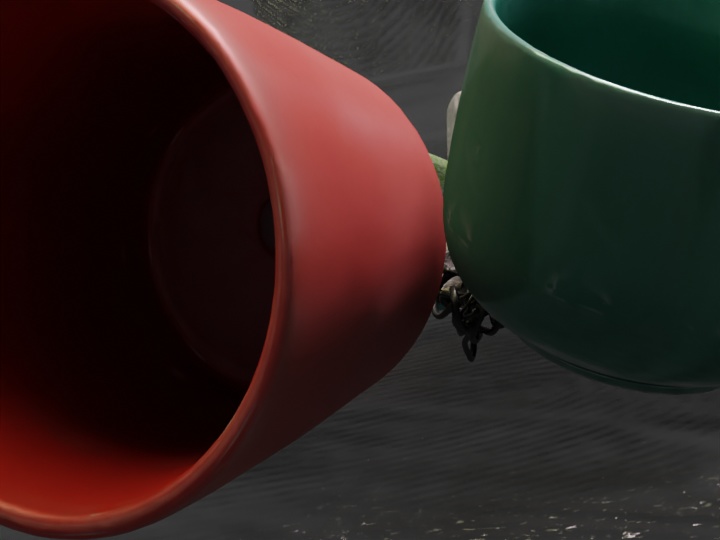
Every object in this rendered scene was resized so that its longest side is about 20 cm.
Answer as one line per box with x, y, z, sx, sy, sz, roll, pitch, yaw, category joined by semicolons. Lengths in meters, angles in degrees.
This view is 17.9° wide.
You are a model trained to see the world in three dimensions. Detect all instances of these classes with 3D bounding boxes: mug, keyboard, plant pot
0.108;-0.032;0.820;0.151;0.115;0.185;14;22;7;mug
0.076;0.024;0.946;0.103;0.040;0.200;10;4;-7;keyboard
-0.066;-0.012;0.858;0.199;0.202;0.177;-9;-2;29;plant pot

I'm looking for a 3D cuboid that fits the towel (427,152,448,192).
0.010;-0.044;1.203;0.199;0.031;0.149;19;-5;-35;towel

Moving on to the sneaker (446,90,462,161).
0.128;-0.079;1.483;0.104;0.076;0.200;-2;11;-18;sneaker

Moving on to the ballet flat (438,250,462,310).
0.000;0.000;1.067;0.199;0.073;0.072;-17;9;-32;ballet flat
